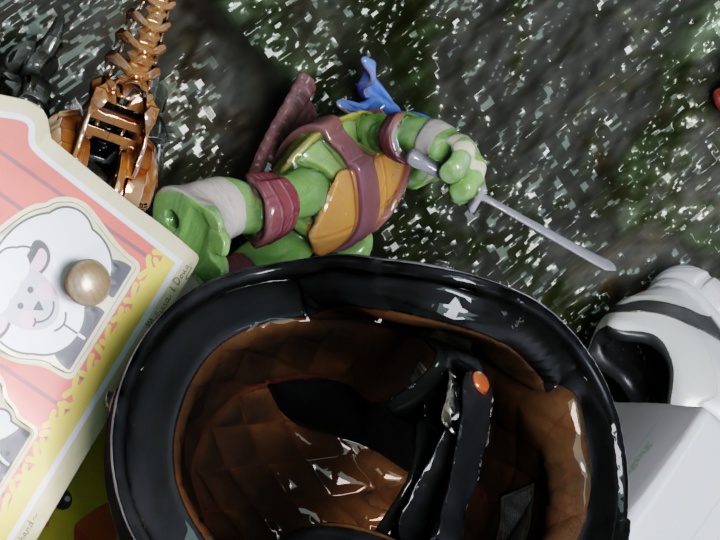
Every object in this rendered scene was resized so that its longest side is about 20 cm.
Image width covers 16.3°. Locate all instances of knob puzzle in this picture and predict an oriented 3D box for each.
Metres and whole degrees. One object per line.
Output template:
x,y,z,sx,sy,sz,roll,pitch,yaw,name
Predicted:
-0.184,0.013,1.029,0.218,0.030,0.222,0,90,-24,knob puzzle

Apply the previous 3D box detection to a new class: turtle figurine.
0.000,0.000,1.168,0.193,0.144,0.201,-21,90,-39,turtle figurine

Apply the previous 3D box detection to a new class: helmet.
-0.005,0.089,1.059,0.199,0.190,0.202,9,78,-47,helmet

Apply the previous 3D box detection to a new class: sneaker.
0.187,0.089,1.247,0.080,0.074,0.200,-19,59,-40,sneaker

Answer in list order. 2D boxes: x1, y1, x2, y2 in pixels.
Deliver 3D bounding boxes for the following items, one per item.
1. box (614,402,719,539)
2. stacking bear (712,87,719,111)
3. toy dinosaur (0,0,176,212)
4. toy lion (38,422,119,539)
0.122,0.187,1.190,0.171,0.200,0.199,42,76,-12,box
0.287,-0.089,1.316,0.198,0.121,0.115,10,77,-10,stacking bear
-0.121,-0.045,1.135,0.200,0.136,0.102,-43,116,14,toy dinosaur
-0.156,0.120,1.168,0.199,0.069,0.193,35,70,-15,toy lion
